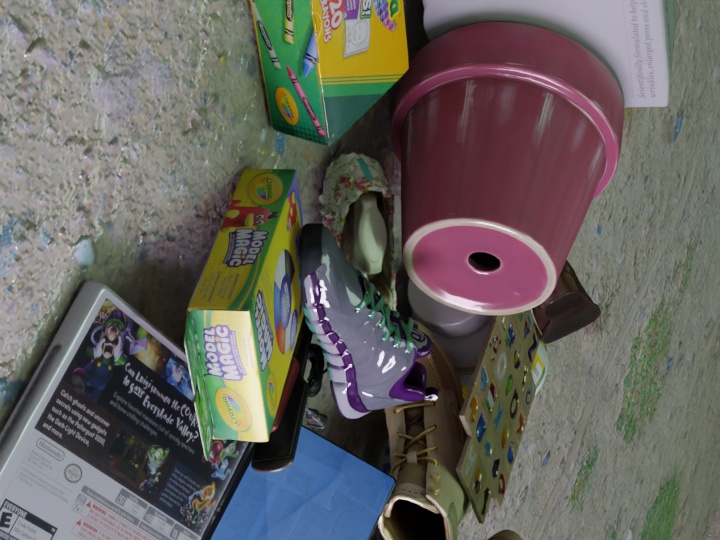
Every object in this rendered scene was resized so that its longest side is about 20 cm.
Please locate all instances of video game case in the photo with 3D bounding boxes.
[{"bbox_3d":[-0.165,0.134,0.889,0.200,0.023,0.183,47,63,-46],"label":"video game case"}]

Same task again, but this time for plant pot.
[{"bbox_3d":[0.112,-0.073,1.083,0.201,0.197,0.181,68,31,-50],"label":"plant pot"}]

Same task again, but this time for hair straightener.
[{"bbox_3d":[-0.053,0.088,1.012,0.201,0.040,0.078,-81,155,-57],"label":"hair straightener"}]

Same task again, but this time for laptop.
[{"bbox_3d":[-0.086,0.189,1.000,0.189,0.115,0.200,-63,150,-19],"label":"laptop"}]

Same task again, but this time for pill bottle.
[{"bbox_3d":[0.115,0.058,1.294,0.114,0.112,0.200,-64,151,-16],"label":"pill bottle"}]

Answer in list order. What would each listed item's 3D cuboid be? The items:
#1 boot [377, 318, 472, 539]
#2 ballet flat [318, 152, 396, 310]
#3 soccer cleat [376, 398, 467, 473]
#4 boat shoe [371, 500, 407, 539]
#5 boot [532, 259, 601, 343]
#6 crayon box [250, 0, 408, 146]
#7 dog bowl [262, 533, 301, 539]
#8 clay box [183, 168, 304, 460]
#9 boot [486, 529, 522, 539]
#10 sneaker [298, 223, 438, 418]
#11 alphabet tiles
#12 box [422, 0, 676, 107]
[{"bbox_3d":[0.048,0.156,1.148,0.156,0.072,0.203,-52,129,-69],"label":"boot"},{"bbox_3d":[0.000,0.000,1.096,0.075,0.064,0.202,-16,120,-17],"label":"ballet flat"},{"bbox_3d":[0.048,0.194,1.299,0.069,0.087,0.201,13,118,-33],"label":"soccer cleat"},{"bbox_3d":[0.043,0.270,1.241,0.071,0.060,0.201,-34,143,-13],"label":"boat shoe"},{"bbox_3d":[0.164,-0.038,1.287,0.064,0.202,0.187,-25,159,1],"label":"boot"},{"bbox_3d":[-0.025,-0.210,0.952,0.119,0.058,0.202,-47,143,-39],"label":"crayon box"},{"bbox_3d":[-0.040,0.280,1.113,0.199,0.049,0.112,33,79,-34],"label":"dog bowl"},{"bbox_3d":[-0.077,0.029,0.923,0.201,0.047,0.116,-78,166,-53],"label":"clay box"},{"bbox_3d":[0.060,0.319,1.128,0.201,0.072,0.166,-54,173,32],"label":"boot"},{"bbox_3d":[0.008,0.034,1.007,0.201,0.086,0.075,74,13,-47],"label":"sneaker"},{"bbox_3d":[0.130,0.121,1.203,0.167,0.006,0.202,66,39,-49],"label":"alphabet tiles"},{"bbox_3d":[0.160,-0.249,1.092,0.200,0.197,0.132,69,29,-50],"label":"box"}]
